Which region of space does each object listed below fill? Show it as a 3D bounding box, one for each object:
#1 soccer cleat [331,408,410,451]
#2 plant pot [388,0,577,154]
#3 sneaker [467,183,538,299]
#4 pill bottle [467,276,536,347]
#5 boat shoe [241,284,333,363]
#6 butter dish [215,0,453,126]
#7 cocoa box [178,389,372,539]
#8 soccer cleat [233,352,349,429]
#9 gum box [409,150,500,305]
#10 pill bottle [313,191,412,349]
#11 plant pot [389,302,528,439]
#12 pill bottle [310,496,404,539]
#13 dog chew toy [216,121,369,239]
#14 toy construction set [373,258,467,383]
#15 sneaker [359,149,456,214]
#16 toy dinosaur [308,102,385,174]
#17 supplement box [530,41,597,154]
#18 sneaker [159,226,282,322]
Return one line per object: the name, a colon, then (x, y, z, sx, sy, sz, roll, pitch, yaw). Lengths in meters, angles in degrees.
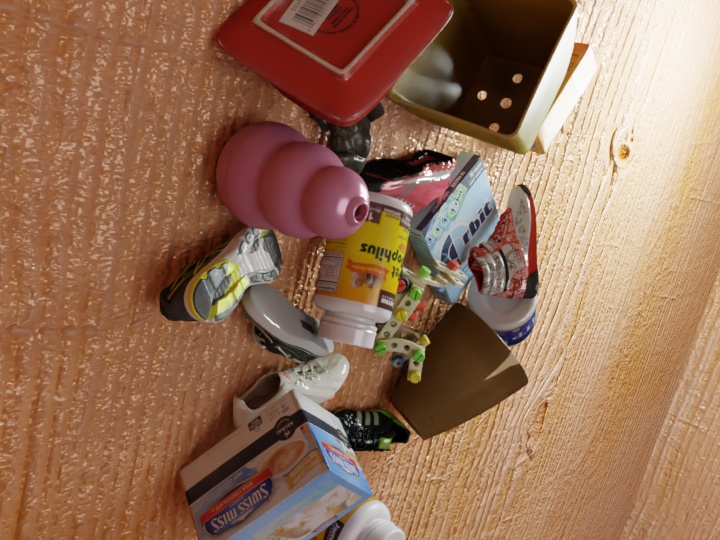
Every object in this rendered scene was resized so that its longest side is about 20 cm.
soccer cleat: (0.006, 0.264, 1.238, 0.199, 0.081, 0.068, 1, 108, -50)
plant pot: (0.190, -0.275, 1.092, 0.201, 0.199, 0.176, -65, 154, -1)
sneaker: (0.235, -0.052, 1.278, 0.067, 0.107, 0.203, 112, -21, -73)
pill bottle: (0.258, 0.073, 1.385, 0.120, 0.119, 0.200, -58, 160, -10)
boat shoe: (-0.106, 0.082, 1.010, 0.063, 0.071, 0.200, -29, 146, 14)
butter dish: (-0.026, -0.245, 0.871, 0.200, 0.199, 0.148, -50, 163, -17)
cocoa box: (-0.111, 0.282, 1.007, 0.199, 0.132, 0.133, -36, 141, 6)
soccer cleat: (-0.093, 0.164, 1.081, 0.199, 0.069, 0.078, -31, 128, -33)
gum box: (0.161, -0.068, 1.275, 0.170, 0.044, 0.200, -51, 141, -19)
pill bottle: (0.000, 0.000, 1.035, 0.109, 0.109, 0.202, 19, 81, -53)
plant pot: (0.152, 0.189, 1.320, 0.200, 0.186, 0.187, -39, 138, -7)
pill bottle: (-0.033, 0.369, 1.139, 0.109, 0.199, 0.110, -26, 128, -40)
dog chew toy: (-0.070, -0.093, 0.856, 0.124, 0.199, 0.125, -27, 128, -40)
toy construction set: (0.083, 0.064, 1.189, 0.131, 0.092, 0.201, 29, 95, -11)
sneaker: (0.070, -0.118, 1.117, 0.199, 0.074, 0.087, -19, 125, -44)
toy dinosaur: (-0.020, -0.158, 0.984, 0.102, 0.077, 0.201, -1, 107, -42)
supplement box: (0.335, -0.304, 1.338, 0.201, 0.066, 0.069, -59, 142, -10)
sneaker: (-0.165, -0.001, 0.905, 0.200, 0.084, 0.075, -44, 121, -57)
